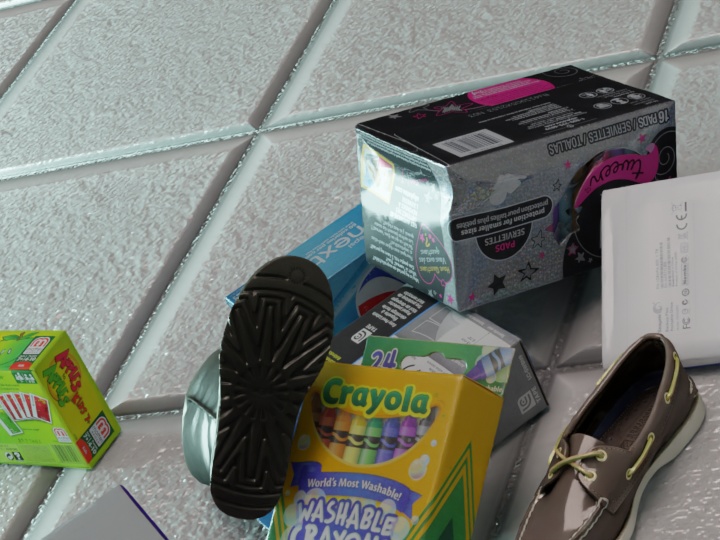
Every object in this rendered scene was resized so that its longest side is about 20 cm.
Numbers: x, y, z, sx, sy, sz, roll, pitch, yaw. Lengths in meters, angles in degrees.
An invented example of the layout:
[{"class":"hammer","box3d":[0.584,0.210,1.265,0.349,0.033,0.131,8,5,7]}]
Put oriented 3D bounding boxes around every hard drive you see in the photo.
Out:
[{"class":"hard drive","box3d":[0.258,-0.005,1.346,0.198,0.025,0.133,-9,67,27]}]

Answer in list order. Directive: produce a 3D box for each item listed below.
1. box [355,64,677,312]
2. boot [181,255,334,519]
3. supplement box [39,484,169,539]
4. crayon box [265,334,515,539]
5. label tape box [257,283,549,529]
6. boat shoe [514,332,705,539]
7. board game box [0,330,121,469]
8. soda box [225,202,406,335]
[{"class":"box","box3d":[0.115,-0.061,1.458,0.199,0.116,0.132,-18,25,-27]},{"class":"boot","box3d":[-0.073,0.072,1.341,0.200,0.072,0.183,-134,62,-84]},{"class":"supplement box","box3d":[-0.118,0.240,1.145,0.101,0.201,0.103,-33,30,-13]},{"class":"crayon box","box3d":[0.013,0.132,1.263,0.125,0.051,0.202,3,72,40]},{"class":"label tape box","box3d":[0.008,0.103,1.392,0.199,0.064,0.144,-35,31,-16]},{"class":"boat shoe","box3d":[0.149,0.122,1.260,0.071,0.060,0.200,8,44,43]},{"class":"board game box","box3d":[-0.294,0.100,1.586,0.199,0.102,0.048,-1,37,36]},{"class":"soda box","box3d":[0.000,0.000,1.554,0.199,0.064,0.068,-36,32,-15]}]
